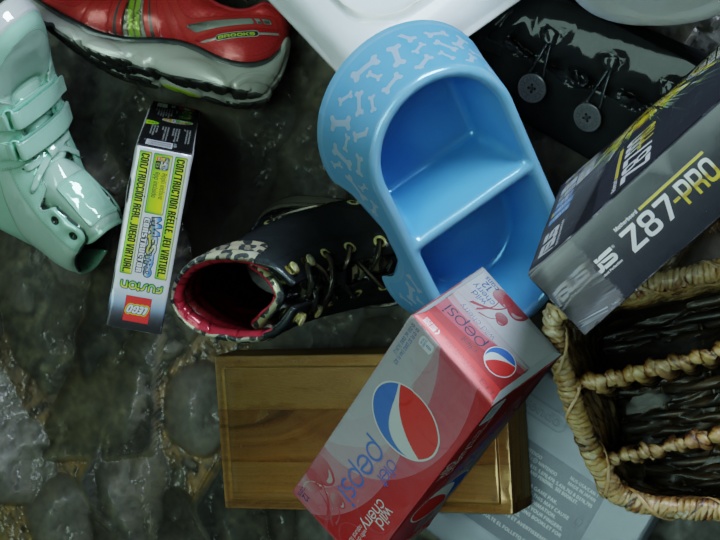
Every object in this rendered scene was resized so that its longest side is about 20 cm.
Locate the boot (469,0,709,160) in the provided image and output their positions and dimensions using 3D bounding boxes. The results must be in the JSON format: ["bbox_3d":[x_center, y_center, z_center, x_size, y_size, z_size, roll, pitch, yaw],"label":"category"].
[{"bbox_3d":[0.114,-0.089,1.200,0.199,0.066,0.166,23,130,6],"label":"boot"}]

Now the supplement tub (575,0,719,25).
[{"bbox_3d":[0.161,-0.247,1.097,0.122,0.122,0.201,-17,59,25],"label":"supplement tub"}]

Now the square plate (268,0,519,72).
[{"bbox_3d":[0.023,-0.218,1.165,0.199,0.029,0.198,-36,62,-14],"label":"square plate"}]

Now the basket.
[{"bbox_3d":[0.215,0.066,1.099,0.198,0.149,0.144,-13,83,16],"label":"basket"}]

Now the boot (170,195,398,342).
[{"bbox_3d":[-0.001,0.001,1.206,0.202,0.154,0.074,2,107,24],"label":"boot"}]

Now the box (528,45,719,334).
[{"bbox_3d":[0.169,-0.059,1.042,0.049,0.200,0.161,44,109,-3],"label":"box"}]

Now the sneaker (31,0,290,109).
[{"bbox_3d":[-0.131,-0.166,1.312,0.199,0.077,0.085,18,82,21],"label":"sneaker"}]

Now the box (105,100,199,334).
[{"bbox_3d":[-0.128,-0.038,1.245,0.034,0.200,0.111,10,102,-6],"label":"box"}]

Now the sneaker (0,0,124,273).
[{"bbox_3d":[-0.198,-0.085,1.304,0.118,0.074,0.201,33,144,19],"label":"sneaker"}]

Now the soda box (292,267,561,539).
[{"bbox_3d":[0.033,0.089,1.129,0.070,0.063,0.200,47,140,14],"label":"soda box"}]

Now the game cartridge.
[{"bbox_3d":[0.093,0.119,1.244,0.199,0.040,0.134,34,111,18],"label":"game cartridge"}]

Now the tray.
[{"bbox_3d":[0.005,0.099,1.245,0.199,0.037,0.100,-2,94,26],"label":"tray"}]

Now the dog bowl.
[{"bbox_3d":[0.053,-0.045,1.124,0.111,0.201,0.050,-34,35,-10],"label":"dog bowl"}]
